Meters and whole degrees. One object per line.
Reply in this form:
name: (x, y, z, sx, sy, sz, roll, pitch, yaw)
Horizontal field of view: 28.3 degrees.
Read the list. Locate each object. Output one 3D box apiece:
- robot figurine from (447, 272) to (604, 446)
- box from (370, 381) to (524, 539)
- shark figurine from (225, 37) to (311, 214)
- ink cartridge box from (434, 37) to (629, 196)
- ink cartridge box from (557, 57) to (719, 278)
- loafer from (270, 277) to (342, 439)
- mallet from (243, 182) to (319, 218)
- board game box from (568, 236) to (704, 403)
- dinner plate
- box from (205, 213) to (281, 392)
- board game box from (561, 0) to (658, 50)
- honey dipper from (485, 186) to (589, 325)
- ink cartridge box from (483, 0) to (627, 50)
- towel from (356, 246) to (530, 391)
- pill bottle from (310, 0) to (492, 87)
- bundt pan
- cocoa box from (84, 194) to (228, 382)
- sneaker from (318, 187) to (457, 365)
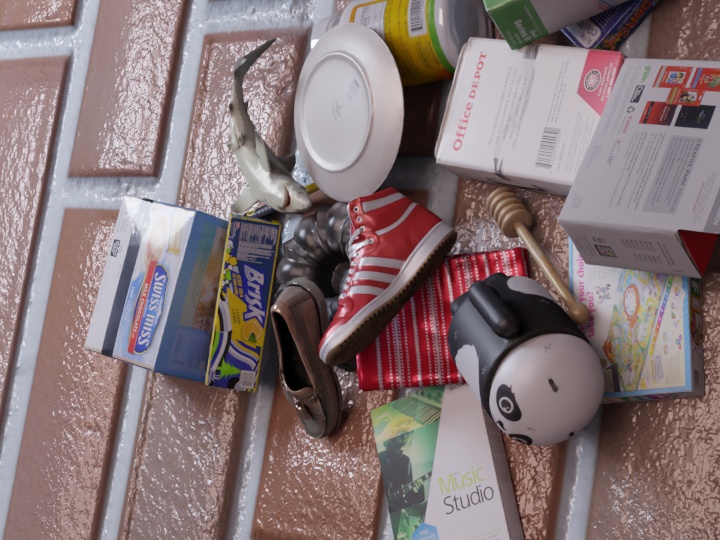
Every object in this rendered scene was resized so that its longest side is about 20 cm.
robot figurine: (0.159, 0.086, 1.417, 0.126, 0.148, 0.201, -66, 30, 22)
box: (0.091, 0.224, 1.536, 0.143, 0.036, 0.203, -25, 63, 29)
shark figurine: (-0.112, -0.155, 1.706, 0.128, 0.089, 0.217, -30, 75, 48)
ink cartridge box: (0.192, -0.161, 1.530, 0.198, 0.084, 0.148, 14, 86, 36)
ink cartridge box: (0.312, -0.101, 1.384, 0.174, 0.084, 0.202, 8, 63, 38)
loafer: (-0.069, 0.108, 1.604, 0.071, 0.063, 0.203, 14, 124, 34)
mallet: (-0.073, -0.087, 1.729, 0.199, 0.041, 0.066, -28, 31, 32)
board game box: (0.277, 0.030, 1.448, 0.133, 0.034, 0.203, -8, 74, 35)
dinner plate: (-0.022, -0.179, 1.619, 0.199, 0.024, 0.204, 4, 96, 49)
box: (-0.140, 0.038, 1.702, 0.063, 0.070, 0.203, 9, 95, -7)
board game box: (0.243, -0.337, 1.567, 0.136, 0.034, 0.201, -47, 55, 17)
honey dipper: (0.188, -0.012, 1.501, 0.038, 0.038, 0.201, -45, 45, 19)
ink cartridge box: (0.219, -0.342, 1.491, 0.198, 0.087, 0.147, -23, 58, 18)
towel: (0.088, 0.051, 1.539, 0.197, 0.023, 0.147, -6, 71, 9)
pill bottle: (0.044, -0.268, 1.651, 0.198, 0.111, 0.113, -6, 75, 36)
bundt pan: (-0.020, 0.009, 1.650, 0.200, 0.075, 0.205, -10, 73, 34)
cocoa box: (-0.230, 0.025, 1.765, 0.130, 0.133, 0.203, 13, 86, 37)
sneaker: (0.000, 0.000, 1.523, 0.112, 0.071, 0.200, 40, 75, 15)
